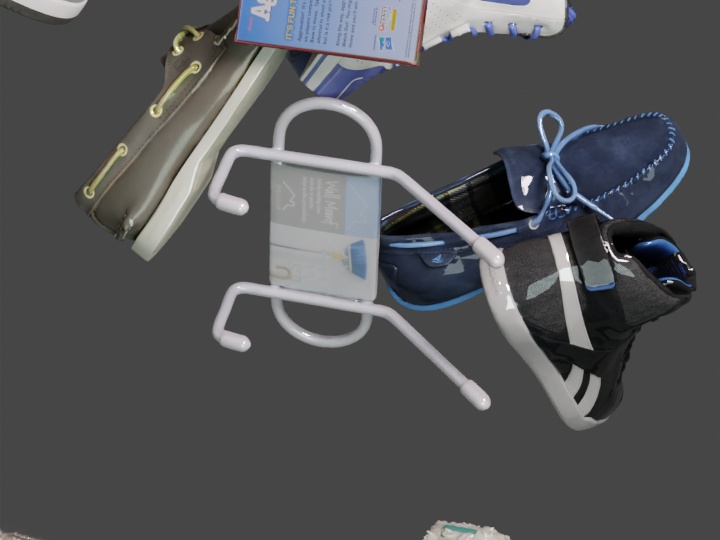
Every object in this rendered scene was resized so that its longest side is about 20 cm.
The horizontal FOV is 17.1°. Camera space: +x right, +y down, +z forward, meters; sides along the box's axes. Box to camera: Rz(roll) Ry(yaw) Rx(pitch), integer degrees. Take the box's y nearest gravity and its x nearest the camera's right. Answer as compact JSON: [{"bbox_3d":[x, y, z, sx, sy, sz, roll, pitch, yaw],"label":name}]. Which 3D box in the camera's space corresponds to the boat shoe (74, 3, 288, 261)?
[{"bbox_3d":[-0.092,-0.104,1.373,0.060,0.072,0.202,33,99,2],"label":"boat shoe"}]

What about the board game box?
[{"bbox_3d":[-0.005,-0.217,1.307,0.103,0.019,0.201,8,92,5],"label":"board game box"}]

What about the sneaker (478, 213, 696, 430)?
[{"bbox_3d":[0.154,0.032,1.429,0.112,0.073,0.200,-20,151,15],"label":"sneaker"}]

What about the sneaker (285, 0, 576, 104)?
[{"bbox_3d":[0.058,-0.156,1.367,0.115,0.081,0.199,38,103,-21],"label":"sneaker"}]

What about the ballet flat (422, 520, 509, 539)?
[{"bbox_3d":[0.051,0.250,1.578,0.072,0.072,0.200,8,112,-13],"label":"ballet flat"}]

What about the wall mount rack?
[{"bbox_3d":[0.000,0.000,1.394,0.173,0.075,0.200,10,135,8],"label":"wall mount rack"}]

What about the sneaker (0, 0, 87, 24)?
[{"bbox_3d":[-0.200,-0.232,1.291,0.200,0.084,0.121,38,114,-22],"label":"sneaker"}]

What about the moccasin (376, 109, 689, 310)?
[{"bbox_3d":[0.100,-0.040,1.426,0.200,0.081,0.068,-30,130,4],"label":"moccasin"}]
